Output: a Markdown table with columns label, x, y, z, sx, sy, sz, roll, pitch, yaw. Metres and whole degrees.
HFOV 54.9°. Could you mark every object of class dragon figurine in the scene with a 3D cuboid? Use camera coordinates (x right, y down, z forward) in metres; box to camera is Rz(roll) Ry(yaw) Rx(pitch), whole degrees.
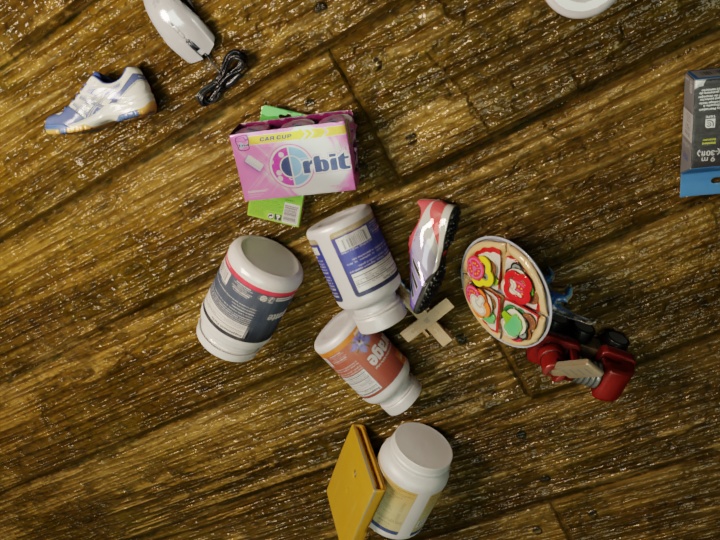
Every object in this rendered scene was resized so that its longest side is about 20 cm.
| label | x | y | z | sx | sy | sz | roll | pitch | yaw |
| --- | --- | --- | --- | --- | --- | --- | --- | --- | --- |
| dragon figurine | 0.299 | 0.051 | 1.162 | 0.099 | 0.200 | 0.059 | -18 | 134 | -16 |

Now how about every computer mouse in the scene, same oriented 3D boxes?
| label | x | y | z | sx | sy | sz | roll | pitch | yaw |
| --- | --- | --- | --- | --- | --- | --- | --- | --- | --- |
| computer mouse | -0.274 | -0.368 | 1.097 | 0.109 | 0.044 | 0.200 | -33 | 107 | 24 |

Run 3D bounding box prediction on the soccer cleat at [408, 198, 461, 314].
| label | x | y | z | sx | sy | sz | roll | pitch | yaw |
| --- | --- | --- | --- | --- | --- | --- | --- | --- | --- |
| soccer cleat | 0.111 | -0.025 | 1.190 | 0.073 | 0.068 | 0.201 | 21 | 108 | 22 |

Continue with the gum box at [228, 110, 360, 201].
| label | x | y | z | sx | sy | sz | roll | pitch | yaw |
| --- | --- | --- | --- | --- | --- | --- | --- | --- | --- |
| gum box | -0.098 | -0.185 | 1.119 | 0.199 | 0.066 | 0.114 | -5 | 118 | 9 |

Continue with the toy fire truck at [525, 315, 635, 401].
| label | x | y | z | sx | sy | sz | roll | pitch | yaw |
| --- | --- | --- | --- | --- | --- | --- | --- | --- | --- |
| toy fire truck | 0.381 | 0.160 | 1.168 | 0.175 | 0.200 | 0.129 | 19 | 119 | -1 |

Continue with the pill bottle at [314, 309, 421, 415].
| label | x | y | z | sx | sy | sz | roll | pitch | yaw |
| --- | --- | --- | --- | --- | --- | --- | --- | --- | --- |
| pill bottle | 0.019 | 0.172 | 1.284 | 0.112 | 0.112 | 0.200 | -37 | 106 | 24 |

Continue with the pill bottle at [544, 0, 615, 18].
| label | x | y | z | sx | sy | sz | roll | pitch | yaw |
| --- | --- | --- | --- | --- | --- | --- | --- | --- | --- |
| pill bottle | 0.279 | -0.394 | 0.904 | 0.104 | 0.200 | 0.105 | 4 | 117 | 7 |

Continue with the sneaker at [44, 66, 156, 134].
| label | x | y | z | sx | sy | sz | roll | pitch | yaw |
| --- | --- | --- | --- | --- | --- | --- | --- | --- | --- |
| sneaker | -0.441 | -0.283 | 1.161 | 0.199 | 0.075 | 0.089 | -14 | 102 | 8 |

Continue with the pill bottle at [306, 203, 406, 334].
| label | x | y | z | sx | sy | sz | roll | pitch | yaw |
| --- | --- | --- | --- | --- | --- | --- | --- | --- | --- |
| pill bottle | 0.000 | 0.000 | 1.180 | 0.119 | 0.120 | 0.201 | -19 | 103 | 18 |

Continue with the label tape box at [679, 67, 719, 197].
| label | x | y | z | sx | sy | sz | roll | pitch | yaw |
| --- | --- | --- | --- | --- | --- | --- | --- | --- | --- |
| label tape box | 0.562 | -0.199 | 1.034 | 0.143 | 0.063 | 0.201 | -4 | 115 | 12 |

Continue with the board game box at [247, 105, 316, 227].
| label | x | y | z | sx | sy | sz | roll | pitch | yaw |
| --- | --- | --- | --- | --- | --- | --- | --- | --- | --- |
| board game box | -0.133 | -0.177 | 1.180 | 0.095 | 0.030 | 0.201 | 13 | 120 | 1 |

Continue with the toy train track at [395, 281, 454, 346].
| label | x | y | z | sx | sy | sz | roll | pitch | yaw |
| --- | --- | --- | --- | --- | --- | --- | --- | --- | --- |
| toy train track | 0.095 | 0.054 | 1.259 | 0.115 | 0.033 | 0.200 | -40 | 97 | 24 |

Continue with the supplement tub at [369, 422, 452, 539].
| label | x | y | z | sx | sy | sz | roll | pitch | yaw |
| --- | --- | --- | --- | --- | --- | --- | --- | --- | --- |
| supplement tub | 0.091 | 0.417 | 1.378 | 0.144 | 0.145 | 0.201 | 21 | 118 | -2 |

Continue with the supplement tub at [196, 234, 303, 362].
| label | x | y | z | sx | sy | sz | roll | pitch | yaw |
| --- | --- | --- | --- | --- | --- | --- | --- | --- | --- |
| supplement tub | -0.201 | 0.051 | 1.242 | 0.140 | 0.141 | 0.200 | 28 | 118 | -6 |

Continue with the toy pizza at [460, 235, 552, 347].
| label | x | y | z | sx | sy | sz | roll | pitch | yaw |
| --- | --- | --- | --- | --- | --- | --- | --- | --- | --- |
| toy pizza | 0.234 | 0.040 | 1.158 | 0.200 | 0.032 | 0.201 | 35 | 137 | 40 |

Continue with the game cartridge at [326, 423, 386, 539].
| label | x | y | z | sx | sy | sz | roll | pitch | yaw |
| --- | --- | --- | --- | --- | --- | --- | --- | --- | --- |
| game cartridge | -0.012 | 0.443 | 1.395 | 0.032 | 0.177 | 0.201 | 6 | 121 | -21 |
